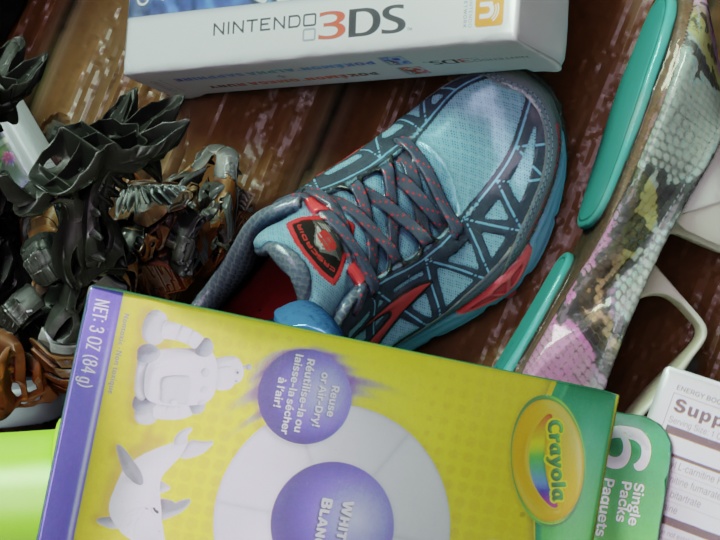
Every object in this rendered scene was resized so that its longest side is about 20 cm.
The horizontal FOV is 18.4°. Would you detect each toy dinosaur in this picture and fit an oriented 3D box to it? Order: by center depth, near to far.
[{"bbox_3d":[-0.106,0.000,0.807,0.101,0.200,0.137,8,124,14],"label":"toy dinosaur"}]

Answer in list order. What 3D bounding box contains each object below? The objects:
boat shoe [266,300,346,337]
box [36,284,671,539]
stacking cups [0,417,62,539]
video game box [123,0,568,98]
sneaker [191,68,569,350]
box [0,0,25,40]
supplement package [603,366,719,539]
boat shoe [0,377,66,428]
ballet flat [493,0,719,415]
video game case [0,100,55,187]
[{"bbox_3d":[0.000,0.108,0.803,0.068,0.084,0.201,-27,99,-1],"label":"boat shoe"},{"bbox_3d":[-0.001,0.083,0.704,0.198,0.048,0.118,11,81,-6],"label":"box"},{"bbox_3d":[-0.156,0.084,0.756,0.198,0.061,0.061,-5,80,3],"label":"stacking cups"},{"bbox_3d":[-0.003,-0.172,0.860,0.181,0.047,0.202,-2,80,30],"label":"video game box"},{"bbox_3d":[0.000,0.000,0.830,0.200,0.096,0.079,-45,75,3],"label":"sneaker"},{"bbox_3d":[-0.186,-0.228,0.914,0.199,0.047,0.194,35,109,17],"label":"box"},{"bbox_3d":[0.128,0.150,0.765,0.109,0.114,0.201,19,86,17],"label":"supplement package"},{"bbox_3d":[-0.210,0.027,0.867,0.198,0.072,0.063,-3,106,-10],"label":"boat shoe"},{"bbox_3d":[0.102,-0.002,0.828,0.071,0.069,0.201,25,91,-2],"label":"ballet flat"},{"bbox_3d":[-0.240,-0.074,0.910,0.181,0.023,0.201,-34,82,18],"label":"video game case"}]
